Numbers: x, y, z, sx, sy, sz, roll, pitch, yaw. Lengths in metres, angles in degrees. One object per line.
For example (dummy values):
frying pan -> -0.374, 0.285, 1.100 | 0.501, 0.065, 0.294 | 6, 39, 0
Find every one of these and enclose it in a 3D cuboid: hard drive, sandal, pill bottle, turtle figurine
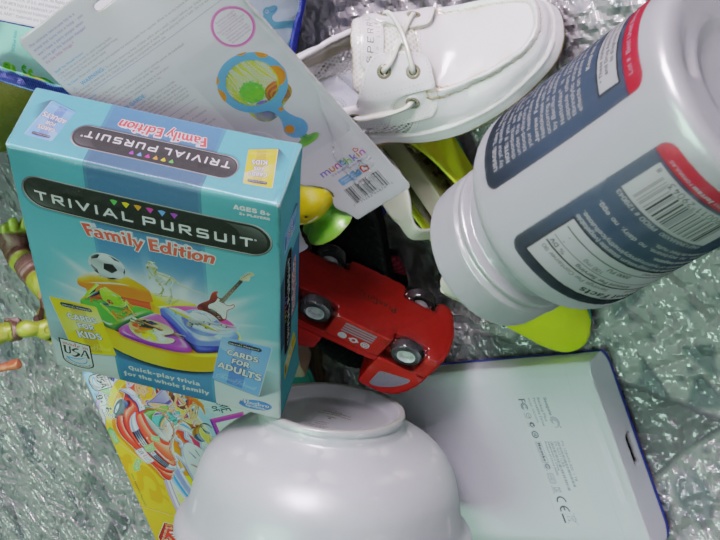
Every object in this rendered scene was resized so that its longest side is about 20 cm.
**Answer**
hard drive -> 0.100, 0.123, 0.866 | 0.199, 0.025, 0.133 | -9, 107, 46
sandal -> 0.000, 0.000, 0.856 | 0.074, 0.045, 0.201 | 7, 141, 13
pill bottle -> 0.128, -0.049, 0.666 | 0.120, 0.119, 0.200 | 56, 139, 1
turtle figurine -> -0.231, 0.021, 1.044 | 0.065, 0.198, 0.162 | 84, 164, -47

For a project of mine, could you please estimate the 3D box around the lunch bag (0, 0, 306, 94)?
lunch bag -> -0.128, -0.187, 0.802 | 0.198, 0.128, 0.172 | 18, 112, 9

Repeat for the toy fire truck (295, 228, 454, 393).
toy fire truck -> -0.053, 0.035, 0.841 | 0.198, 0.049, 0.141 | 25, 142, -12

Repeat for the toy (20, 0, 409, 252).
toy -> -0.074, -0.094, 0.708 | 0.114, 0.047, 0.200 | -29, 122, 23

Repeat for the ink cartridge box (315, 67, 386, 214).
ink cartridge box -> -0.061, -0.077, 0.886 | 0.199, 0.044, 0.095 | -6, 110, 45

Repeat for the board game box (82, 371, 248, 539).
board game box -> -0.123, 0.150, 1.018 | 0.133, 0.034, 0.202 | -16, 103, 26

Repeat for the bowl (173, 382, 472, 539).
bowl -> -0.021, 0.131, 0.840 | 0.200, 0.200, 0.092 | 14, 106, 37

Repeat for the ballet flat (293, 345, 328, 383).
ballet flat -> -0.059, 0.046, 0.945 | 0.073, 0.067, 0.202 | -122, 17, -53

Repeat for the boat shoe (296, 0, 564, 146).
boat shoe -> 0.016, -0.114, 0.727 | 0.198, 0.072, 0.069 | -18, 146, 25

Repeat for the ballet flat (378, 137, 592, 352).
ballet flat -> 0.061, -0.022, 0.785 | 0.201, 0.067, 0.067 | 54, 137, 4

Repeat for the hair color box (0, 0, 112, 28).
hair color box -> -0.160, -0.234, 0.696 | 0.108, 0.065, 0.202 | 11, 107, -5

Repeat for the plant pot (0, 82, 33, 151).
plant pot -> -0.291, -0.160, 0.942 | 0.186, 0.199, 0.189 | 23, 128, 32

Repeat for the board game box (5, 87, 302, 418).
board game box -> -0.112, -0.002, 0.739 | 0.149, 0.047, 0.201 | 12, 142, 7
